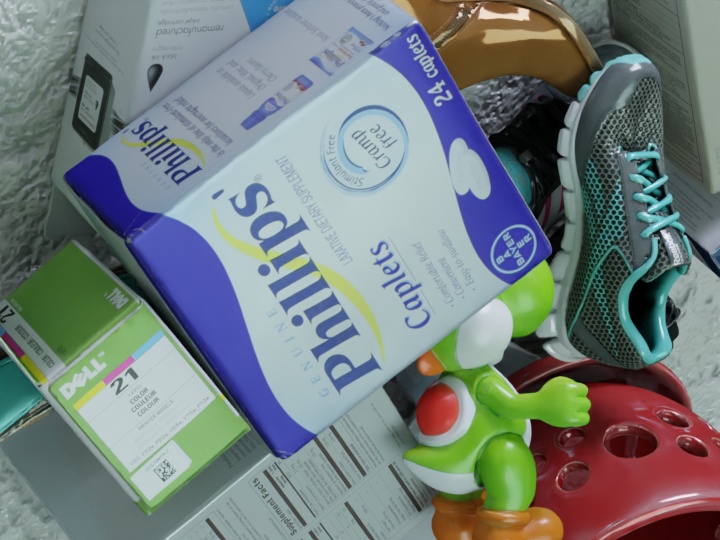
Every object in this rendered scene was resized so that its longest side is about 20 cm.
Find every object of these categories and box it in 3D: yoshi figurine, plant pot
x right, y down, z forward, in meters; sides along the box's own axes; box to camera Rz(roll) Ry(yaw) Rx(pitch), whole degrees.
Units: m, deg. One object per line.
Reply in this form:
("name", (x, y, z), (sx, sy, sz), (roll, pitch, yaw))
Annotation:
("yoshi figurine", (0.085, 0.066, 1.662), (0.112, 0.112, 0.200), (-5, 101, 11))
("plant pot", (0.158, 0.166, 1.783), (0.200, 0.183, 0.200), (-13, 130, -16))

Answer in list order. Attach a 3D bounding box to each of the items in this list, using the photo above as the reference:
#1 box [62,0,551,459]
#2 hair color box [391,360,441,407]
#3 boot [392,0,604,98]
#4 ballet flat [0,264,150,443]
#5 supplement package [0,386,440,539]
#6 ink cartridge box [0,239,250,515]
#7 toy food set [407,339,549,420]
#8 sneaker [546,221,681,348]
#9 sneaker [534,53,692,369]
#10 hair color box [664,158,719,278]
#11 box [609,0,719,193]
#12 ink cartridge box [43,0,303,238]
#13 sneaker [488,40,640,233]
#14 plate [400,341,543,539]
("box", (-0.027, -0.030, 1.527), (0.200, 0.105, 0.184), (-38, 125, -7))
("hair color box", (0.000, 0.000, 1.706), (0.061, 0.099, 0.200), (-42, 139, -5))
("boot", (0.045, -0.122, 1.663), (0.200, 0.074, 0.155), (37, 97, -34))
("ballet flat", (-0.183, 0.049, 1.627), (0.200, 0.067, 0.068), (-27, 101, -10))
("supplement package", (-0.083, 0.122, 1.700), (0.200, 0.152, 0.151), (-39, 138, -6))
("ink cartridge box", (-0.165, 0.021, 1.505), (0.076, 0.148, 0.200), (-40, 113, -7))
("toy food set", (0.098, 0.133, 1.925), (0.143, 0.060, 0.200), (-4, 125, -37))
("sneaker", (0.171, 0.012, 1.823), (0.076, 0.091, 0.200), (-45, 160, 1))
("sneaker", (0.169, -0.031, 1.681), (0.078, 0.091, 0.200), (-11, 114, -41))
("hair color box", (0.288, -0.090, 1.863), (0.200, 0.100, 0.061), (-43, 140, -1))
("box", (0.216, -0.158, 1.756), (0.078, 0.095, 0.200), (-32, 139, -16))
("ink cartridge box", (-0.103, -0.091, 1.573), (0.116, 0.067, 0.200), (-9, 128, -34))
("sneaker", (0.100, -0.066, 1.725), (0.200, 0.084, 0.121), (-50, 170, 8))
("plate", (0.088, 0.140, 1.875), (0.200, 0.032, 0.200), (25, 111, -36))
